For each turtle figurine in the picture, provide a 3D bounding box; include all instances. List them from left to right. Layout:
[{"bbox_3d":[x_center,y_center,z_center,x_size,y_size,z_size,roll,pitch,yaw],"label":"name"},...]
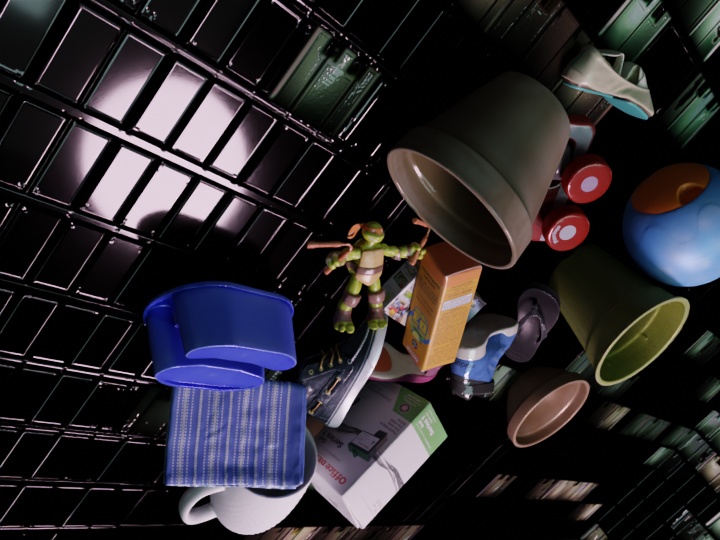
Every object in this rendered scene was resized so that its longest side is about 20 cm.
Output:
[{"bbox_3d":[0.000,0.000,0.958,0.196,0.064,0.165,-11,123,-36],"label":"turtle figurine"}]

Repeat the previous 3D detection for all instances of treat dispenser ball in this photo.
[{"bbox_3d":[0.541,-0.076,1.201,0.197,0.202,0.204,-21,140,-19],"label":"treat dispenser ball"}]

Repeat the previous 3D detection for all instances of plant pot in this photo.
[{"bbox_3d":[0.159,-0.134,0.867,0.174,0.199,0.201,-47,144,-10],"label":"plant pot"},{"bbox_3d":[0.377,0.269,1.514,0.197,0.093,0.204,-21,141,-18],"label":"plant pot"},{"bbox_3d":[0.433,0.059,1.262,0.196,0.191,0.203,-21,141,-18],"label":"plant pot"}]

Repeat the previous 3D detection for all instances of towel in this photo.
[{"bbox_3d":[-0.165,0.221,0.982,0.195,0.149,0.024,9,166,-27],"label":"towel"}]

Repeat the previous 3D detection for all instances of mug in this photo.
[{"bbox_3d":[-0.179,0.322,1.082,0.196,0.149,0.177,-12,146,-36],"label":"mug"}]

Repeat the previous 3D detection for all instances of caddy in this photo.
[{"bbox_3d":[-0.168,0.072,0.875,0.140,0.107,0.198,-30,150,33],"label":"caddy"}]

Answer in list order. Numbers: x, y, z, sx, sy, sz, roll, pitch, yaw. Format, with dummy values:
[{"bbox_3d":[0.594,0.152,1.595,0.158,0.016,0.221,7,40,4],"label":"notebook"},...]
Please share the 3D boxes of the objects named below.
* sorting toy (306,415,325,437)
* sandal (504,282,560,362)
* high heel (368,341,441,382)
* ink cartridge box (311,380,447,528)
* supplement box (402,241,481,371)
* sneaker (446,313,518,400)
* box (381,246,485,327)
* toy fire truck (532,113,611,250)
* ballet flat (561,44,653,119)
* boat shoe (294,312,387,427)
[{"bbox_3d":[-0.029,0.293,1.263,0.197,0.037,0.187,9,123,-43],"label":"sorting toy"},{"bbox_3d":[0.310,0.104,1.299,0.203,0.074,0.043,95,16,-44],"label":"sandal"},{"bbox_3d":[0.047,0.162,1.176,0.195,0.069,0.096,6,150,-27],"label":"high heel"},{"bbox_3d":[0.016,0.279,1.138,0.199,0.145,0.085,-42,123,-21],"label":"ink cartridge box"},{"bbox_3d":[0.116,0.055,1.050,0.067,0.067,0.203,-17,137,-23],"label":"supplement box"},{"bbox_3d":[0.205,0.149,1.214,0.199,0.075,0.114,-24,123,-56],"label":"sneaker"},{"bbox_3d":[0.111,0.046,1.120,0.110,0.035,0.199,-45,142,10],"label":"box"},{"bbox_3d":[0.240,-0.122,1.004,0.163,0.114,0.203,0,131,-13],"label":"toy fire truck"},{"bbox_3d":[0.350,-0.258,0.977,0.197,0.070,0.070,6,126,-42],"label":"ballet flat"},{"bbox_3d":[-0.035,0.137,1.055,0.089,0.071,0.203,23,110,-11],"label":"boat shoe"}]
